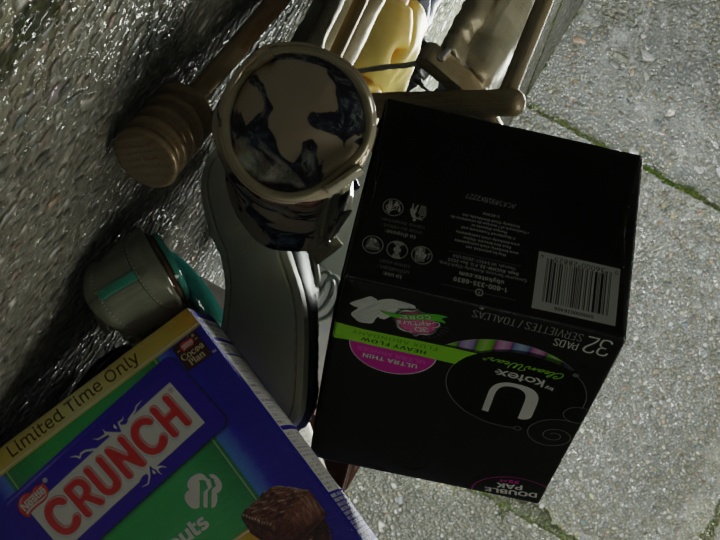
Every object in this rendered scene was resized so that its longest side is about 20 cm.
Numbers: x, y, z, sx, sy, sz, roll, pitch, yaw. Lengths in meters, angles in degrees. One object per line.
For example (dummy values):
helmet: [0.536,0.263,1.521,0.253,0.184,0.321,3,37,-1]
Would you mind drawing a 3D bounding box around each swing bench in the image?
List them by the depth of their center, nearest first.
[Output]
swing bench: [0.053,-0.162,0.878,0.199,0.200,0.130,-67,151,-19]

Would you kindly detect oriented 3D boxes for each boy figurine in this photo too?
boy figurine: [0.016,-0.172,1.113,0.200,0.064,0.124,-57,173,-18]

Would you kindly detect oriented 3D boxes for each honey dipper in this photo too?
honey dipper: [-0.073,-0.119,0.799,0.200,0.038,0.038,-59,175,-43]

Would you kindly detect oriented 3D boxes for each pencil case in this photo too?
pencil case: [-0.034,-0.059,0.772,0.078,0.089,0.200,-45,178,-7]

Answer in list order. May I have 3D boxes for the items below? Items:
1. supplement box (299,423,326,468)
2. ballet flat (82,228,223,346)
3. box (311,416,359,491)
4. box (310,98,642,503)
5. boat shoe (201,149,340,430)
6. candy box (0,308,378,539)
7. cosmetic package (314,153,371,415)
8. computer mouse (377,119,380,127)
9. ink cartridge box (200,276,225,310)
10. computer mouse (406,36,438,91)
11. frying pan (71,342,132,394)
supplement box: [-0.077,0.161,0.921,0.073,0.200,0.126,-26,169,31]
ballet flat: [-0.131,0.018,0.890,0.064,0.067,0.200,-32,171,-3]
box: [-0.032,0.080,1.392,0.200,0.166,0.164,-57,172,-19]
box: [0.060,0.025,0.813,0.200,0.148,0.124,103,0,-56]
boat shoe: [-0.055,0.012,0.913,0.075,0.200,0.062,-30,152,27]
candy box: [-0.100,0.149,0.814,0.169,0.200,0.077,-38,170,-2]
cosmetic package: [0.000,0.000,1.068,0.151,0.052,0.200,-54,166,-32]
computer mouse: [-0.034,-0.061,1.188,0.200,0.046,0.141,-40,149,-51]
ink cartridge box: [-0.138,0.121,1.119,0.200,0.083,0.147,-58,173,-15]
computer mouse: [0.044,-0.157,1.169,0.059,0.034,0.200,-39,-147,7]
frying pan: [-0.139,0.105,0.986,0.190,0.031,0.115,25,87,-58]
